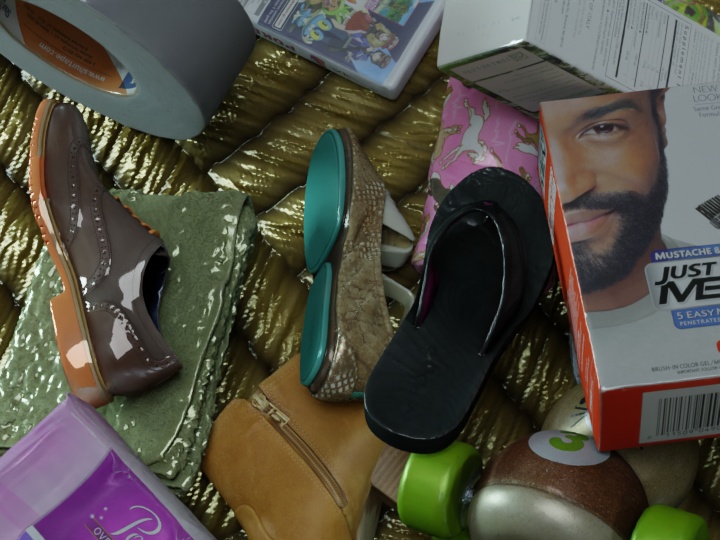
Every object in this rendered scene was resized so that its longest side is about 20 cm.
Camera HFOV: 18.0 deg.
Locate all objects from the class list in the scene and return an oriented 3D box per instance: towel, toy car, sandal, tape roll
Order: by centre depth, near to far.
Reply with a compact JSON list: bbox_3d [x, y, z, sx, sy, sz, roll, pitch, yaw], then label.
[{"bbox_3d":[0.061,0.013,1.269,0.075,0.048,0.201,15,53,11],"label":"sandal"},{"bbox_3d":[0.141,0.101,1.291,0.164,0.158,0.200,15,60,23],"label":"toy car"},{"bbox_3d":[-0.145,0.041,1.387,0.148,0.036,0.201,3,68,23],"label":"towel"},{"bbox_3d":[-0.165,-0.162,1.392,0.200,0.200,0.066,26,74,16],"label":"tape roll"}]

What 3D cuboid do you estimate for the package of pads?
[{"bbox_3d":[-0.138,0.174,1.261,0.120,0.076,0.200,-43,66,-8],"label":"package of pads"}]

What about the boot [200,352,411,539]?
[{"bbox_3d":[-0.050,0.154,1.335,0.144,0.071,0.201,34,73,24],"label":"boot"}]

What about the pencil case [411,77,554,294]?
[{"bbox_3d":[0.092,-0.074,1.391,0.086,0.083,0.201,1,67,36],"label":"pencil case"}]

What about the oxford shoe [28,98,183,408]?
[{"bbox_3d":[-0.151,-0.016,1.362,0.073,0.071,0.201,-16,69,4],"label":"oxford shoe"}]

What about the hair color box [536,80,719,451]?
[{"bbox_3d":[0.166,-0.006,1.249,0.110,0.064,0.200,-7,52,-2],"label":"hair color box"}]

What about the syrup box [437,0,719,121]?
[{"bbox_3d":[0.147,-0.125,1.340,0.079,0.200,0.082,-12,63,50],"label":"syrup box"}]

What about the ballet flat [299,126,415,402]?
[{"bbox_3d":[0.000,0.000,1.379,0.065,0.071,0.201,16,52,-17],"label":"ballet flat"}]

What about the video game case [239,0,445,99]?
[{"bbox_3d":[-0.006,-0.232,1.494,0.182,0.023,0.200,27,74,16],"label":"video game case"}]
